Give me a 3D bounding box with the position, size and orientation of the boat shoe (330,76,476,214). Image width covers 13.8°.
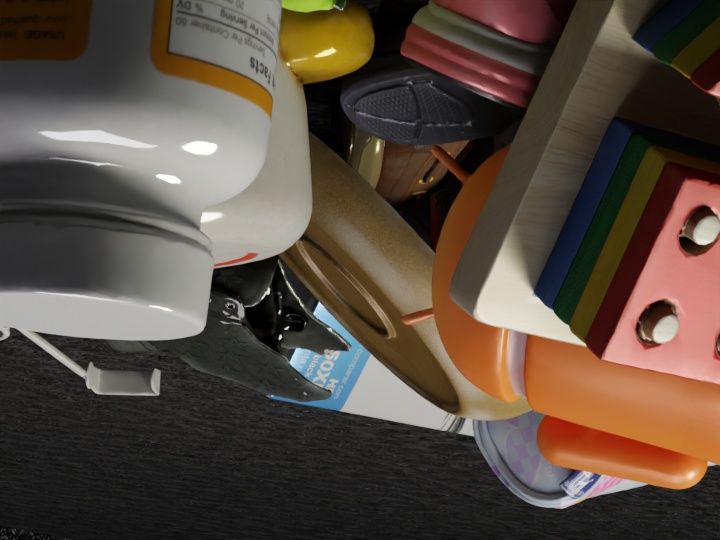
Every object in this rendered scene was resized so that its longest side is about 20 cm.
[{"bbox_3d":[0.020,-0.058,1.388,0.067,0.073,0.200,-1,173,-2],"label":"boat shoe"}]

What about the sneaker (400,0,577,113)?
[{"bbox_3d":[0.093,-0.112,1.074,0.073,0.087,0.200,26,-157,25],"label":"sneaker"}]

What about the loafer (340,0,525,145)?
[{"bbox_3d":[0.084,-0.098,1.218,0.199,0.063,0.072,-6,148,27],"label":"loafer"}]

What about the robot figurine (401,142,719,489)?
[{"bbox_3d":[0.115,0.009,1.204,0.199,0.117,0.144,15,155,16],"label":"robot figurine"}]

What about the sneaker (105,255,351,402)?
[{"bbox_3d":[-0.084,-0.009,1.385,0.104,0.060,0.200,3,143,23],"label":"sneaker"}]

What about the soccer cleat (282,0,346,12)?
[{"bbox_3d":[-0.024,-0.134,1.039,0.081,0.068,0.200,16,169,-10],"label":"soccer cleat"}]

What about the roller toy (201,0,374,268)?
[{"bbox_3d":[-0.111,-0.072,1.194,0.199,0.141,0.182,-8,174,43],"label":"roller toy"}]

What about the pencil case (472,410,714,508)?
[{"bbox_3d":[0.138,0.066,1.512,0.091,0.083,0.200,-47,159,24],"label":"pencil case"}]

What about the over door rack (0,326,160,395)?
[{"bbox_3d":[-0.157,-0.026,1.434,0.066,0.149,0.200,-1,168,21],"label":"over door rack"}]

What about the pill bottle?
[{"bbox_3d":[-0.080,-0.083,0.950,0.110,0.201,0.111,5,169,1],"label":"pill bottle"}]

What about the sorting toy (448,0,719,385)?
[{"bbox_3d":[0.161,-0.046,1.028,0.199,0.200,0.070,13,-161,-36],"label":"sorting toy"}]

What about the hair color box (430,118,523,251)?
[{"bbox_3d":[0.132,0.007,1.417,0.199,0.111,0.064,27,121,-16],"label":"hair color box"}]

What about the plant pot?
[{"bbox_3d":[0.000,0.000,1.355,0.200,0.027,0.200,44,171,9],"label":"plant pot"}]

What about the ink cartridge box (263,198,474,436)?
[{"bbox_3d":[0.016,0.014,1.576,0.199,0.085,0.145,13,-158,-36],"label":"ink cartridge box"}]
